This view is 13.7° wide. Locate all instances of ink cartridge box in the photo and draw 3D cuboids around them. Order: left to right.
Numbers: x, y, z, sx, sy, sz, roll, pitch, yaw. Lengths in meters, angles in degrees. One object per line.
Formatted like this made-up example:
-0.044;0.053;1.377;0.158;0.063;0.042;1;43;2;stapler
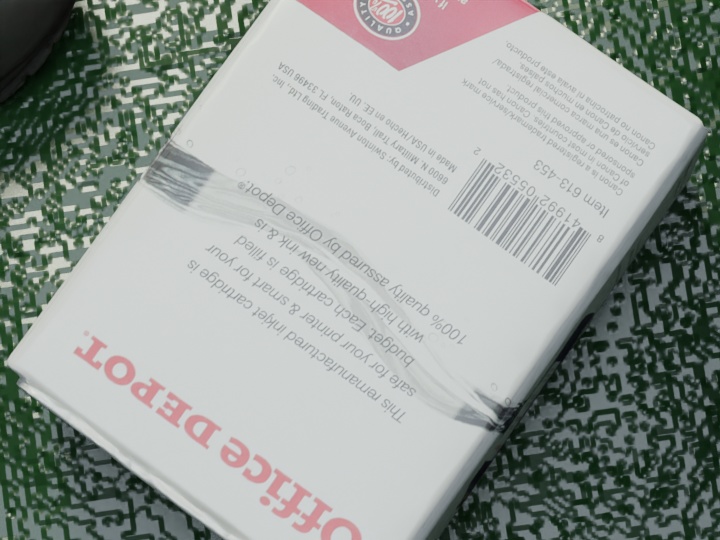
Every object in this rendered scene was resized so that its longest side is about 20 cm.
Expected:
0.000;0.000;0.997;0.144;0.084;0.200;35;83;7;ink cartridge box

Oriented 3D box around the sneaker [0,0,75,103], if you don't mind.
-0.188;-0.078;1.016;0.199;0.091;0.076;-24;78;-3;sneaker
